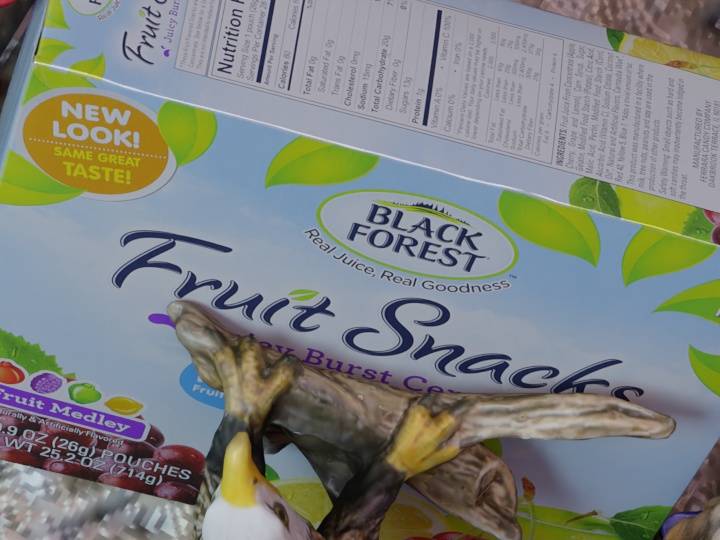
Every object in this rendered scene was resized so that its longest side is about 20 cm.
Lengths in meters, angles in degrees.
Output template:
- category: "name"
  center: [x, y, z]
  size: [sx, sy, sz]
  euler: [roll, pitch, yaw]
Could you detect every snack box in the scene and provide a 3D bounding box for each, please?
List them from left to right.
- category: "snack box"
  center: [0.000, 0.000, 0.777]
  size: [0.199, 0.169, 0.068]
  euler: [14, 52, -10]

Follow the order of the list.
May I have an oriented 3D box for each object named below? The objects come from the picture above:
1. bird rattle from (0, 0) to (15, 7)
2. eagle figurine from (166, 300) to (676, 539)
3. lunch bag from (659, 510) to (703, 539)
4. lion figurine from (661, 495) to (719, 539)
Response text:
- category: "bird rattle"
  center: [-0.136, -0.109, 0.768]
  size: [0.112, 0.200, 0.164]
  euler: [11, 55, -9]
- category: "eagle figurine"
  center: [-0.026, 0.100, 0.686]
  size: [0.151, 0.151, 0.201]
  euler: [47, 42, -35]
- category: "lunch bag"
  center: [0.181, 0.101, 0.853]
  size: [0.199, 0.094, 0.151]
  euler: [18, 80, 5]
- category: "lion figurine"
  center: [0.064, 0.138, 0.788]
  size: [0.072, 0.200, 0.123]
  euler: [31, 49, -9]
